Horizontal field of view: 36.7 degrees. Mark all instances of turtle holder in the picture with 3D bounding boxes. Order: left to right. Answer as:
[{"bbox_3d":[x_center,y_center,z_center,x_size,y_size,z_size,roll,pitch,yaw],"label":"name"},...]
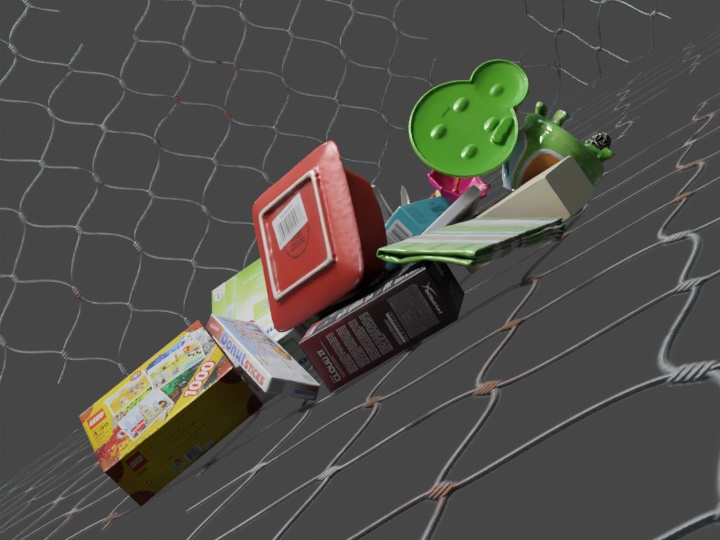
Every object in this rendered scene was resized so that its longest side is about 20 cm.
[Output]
[{"bbox_3d":[0.263,-0.159,1.573,0.132,0.141,0.186,-53,36,6],"label":"turtle holder"}]

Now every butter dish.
[{"bbox_3d":[-0.030,-0.037,1.407,0.148,0.200,0.200,4,-27,-39],"label":"butter dish"}]

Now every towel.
[{"bbox_3d":[0.136,-0.032,1.306,0.149,0.031,0.200,1,14,42],"label":"towel"}]

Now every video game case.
[{"bbox_3d":[0.108,-0.033,1.555,0.143,0.018,0.200,-44,-13,-15],"label":"video game case"}]

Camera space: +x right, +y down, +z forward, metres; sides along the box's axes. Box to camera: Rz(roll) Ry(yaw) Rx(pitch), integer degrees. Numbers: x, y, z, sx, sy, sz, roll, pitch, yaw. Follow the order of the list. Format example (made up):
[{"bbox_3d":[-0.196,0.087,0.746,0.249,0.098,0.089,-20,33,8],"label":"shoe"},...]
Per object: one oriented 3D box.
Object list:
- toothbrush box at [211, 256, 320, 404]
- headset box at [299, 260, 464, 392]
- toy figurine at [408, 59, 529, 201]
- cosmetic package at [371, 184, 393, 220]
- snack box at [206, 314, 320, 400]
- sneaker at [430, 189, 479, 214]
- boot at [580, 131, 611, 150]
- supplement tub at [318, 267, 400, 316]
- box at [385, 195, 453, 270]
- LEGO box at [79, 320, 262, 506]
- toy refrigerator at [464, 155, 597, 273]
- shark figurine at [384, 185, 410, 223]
[{"bbox_3d":[-0.131,0.077,1.544,0.146,0.086,0.200,-33,37,18],"label":"toothbrush box"},{"bbox_3d":[0.021,0.062,1.327,0.200,0.075,0.149,-31,5,12],"label":"headset box"},{"bbox_3d":[0.159,-0.180,1.562,0.200,0.150,0.184,-52,-15,-16],"label":"toy figurine"},{"bbox_3d":[-0.029,-0.028,1.995,0.200,0.167,0.166,-30,6,20],"label":"cosmetic package"},{"bbox_3d":[-0.126,0.107,1.369,0.200,0.072,0.024,36,109,55],"label":"snack box"},{"bbox_3d":[0.143,-0.082,1.749,0.078,0.090,0.200,-29,-13,-15],"label":"sneaker"},{"bbox_3d":[0.328,-0.173,1.765,0.174,0.069,0.200,-32,3,6],"label":"boot"},{"bbox_3d":[0.000,0.000,1.573,0.107,0.107,0.200,-30,2,25],"label":"supplement tub"},{"bbox_3d":[0.085,-0.057,1.566,0.082,0.049,0.200,-50,-12,23],"label":"box"},{"bbox_3d":[-0.243,0.179,1.388,0.200,0.077,0.149,-40,33,-7],"label":"LEGO box"},{"bbox_3d":[0.214,-0.069,1.452,0.076,0.070,0.200,-37,2,-43],"label":"toy refrigerator"},{"bbox_3d":[0.082,-0.075,1.754,0.214,0.128,0.090,-46,-21,-69],"label":"shark figurine"}]
